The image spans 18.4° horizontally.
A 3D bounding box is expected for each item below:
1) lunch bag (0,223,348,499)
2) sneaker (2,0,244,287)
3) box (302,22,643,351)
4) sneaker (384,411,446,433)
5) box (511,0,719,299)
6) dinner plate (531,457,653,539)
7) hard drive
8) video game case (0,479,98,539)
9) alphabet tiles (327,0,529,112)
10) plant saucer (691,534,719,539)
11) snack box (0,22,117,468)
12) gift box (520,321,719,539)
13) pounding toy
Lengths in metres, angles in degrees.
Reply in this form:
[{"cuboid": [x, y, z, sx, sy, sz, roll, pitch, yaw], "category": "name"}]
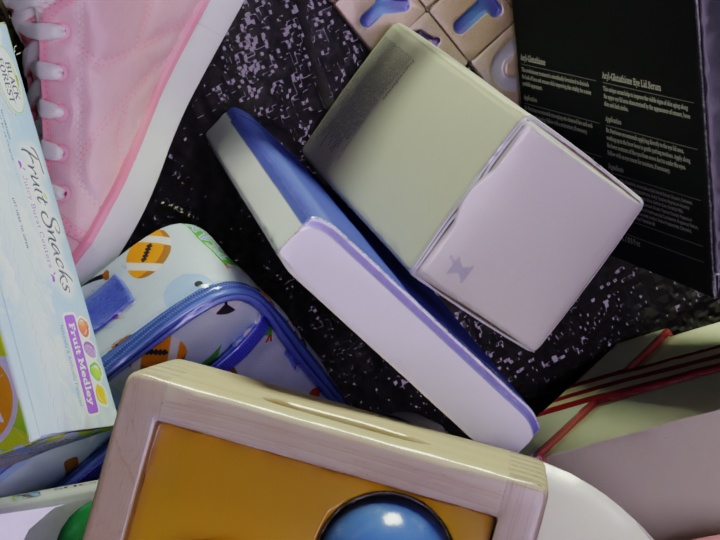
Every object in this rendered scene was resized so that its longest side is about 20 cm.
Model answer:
[{"cuboid": [-0.111, 0.082, 0.965, 0.200, 0.076, 0.160, -40, 141, -5], "category": "lunch bag"}, {"cuboid": [-0.128, -0.084, 0.968, 0.105, 0.075, 0.200, 28, 84, -23], "category": "sneaker"}, {"cuboid": [0.043, -0.042, 0.962, 0.068, 0.200, 0.082, 34, 97, -22], "category": "box"}, {"cuboid": [0.030, 0.160, 0.988, 0.088, 0.075, 0.200, -24, 108, -32], "category": "sneaker"}, {"cuboid": [0.139, -0.079, 0.984, 0.079, 0.200, 0.141, -12, 104, -16], "category": "box"}, {"cuboid": [0.041, 0.172, 0.898, 0.200, 0.024, 0.201, 0, 91, 14], "category": "dinner plate"}, {"cuboid": [0.000, 0.000, 0.957, 0.025, 0.200, 0.132, -46, 110, 4], "category": "hard drive"}, {"cuboid": [-0.153, 0.194, 0.896, 0.182, 0.022, 0.200, -10, 96, -11], "category": "video game case"}, {"cuboid": [0.067, -0.157, 1.057, 0.167, 0.008, 0.200, -43, 109, -8], "category": "alphabet tiles"}, {"cuboid": [0.169, 0.208, 0.919, 0.200, 0.051, 0.201, 6, 108, 19], "category": "plant saucer"}, {"cuboid": [-0.211, 0.012, 0.879, 0.200, 0.068, 0.169, -18, 85, 28], "category": "snack box"}, {"cuboid": [0.174, 0.131, 1.013, 0.184, 0.187, 0.200, -25, 96, -55], "category": "gift box"}, {"cuboid": [-0.051, 0.138, 0.818, 0.200, 0.142, 0.184, 15, 92, 3], "category": "pounding toy"}]
